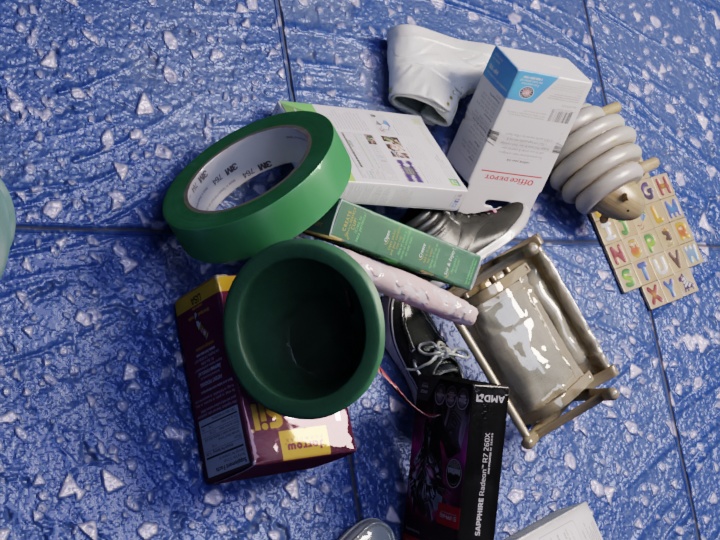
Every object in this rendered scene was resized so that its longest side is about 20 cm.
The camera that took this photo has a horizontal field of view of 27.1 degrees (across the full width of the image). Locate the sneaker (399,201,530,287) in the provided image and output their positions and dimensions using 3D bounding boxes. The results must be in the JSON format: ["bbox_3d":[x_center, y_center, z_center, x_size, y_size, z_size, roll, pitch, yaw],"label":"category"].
[{"bbox_3d":[0.119,-0.059,1.777,0.200,0.071,0.099,-34,98,-33],"label":"sneaker"}]

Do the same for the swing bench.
[{"bbox_3d":[0.198,0.077,1.727,0.199,0.130,0.200,60,9,1],"label":"swing bench"}]

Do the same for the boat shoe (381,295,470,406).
[{"bbox_3d":[0.083,0.108,1.692,0.074,0.068,0.200,-9,78,-36],"label":"boat shoe"}]

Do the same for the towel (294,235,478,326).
[{"bbox_3d":[0.000,0.000,1.591,0.200,0.191,0.032,21,90,-40],"label":"towel"}]

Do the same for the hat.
[{"bbox_3d":[-0.031,0.068,1.520,0.176,0.165,0.200,-2,84,-74],"label":"hat"}]

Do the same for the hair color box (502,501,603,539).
[{"bbox_3d":[0.191,0.346,1.680,0.200,0.061,0.099,-20,84,-38],"label":"hair color box"}]

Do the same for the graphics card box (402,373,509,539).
[{"bbox_3d":[0.100,0.214,1.592,0.051,0.125,0.200,8,89,-25],"label":"graphics card box"}]

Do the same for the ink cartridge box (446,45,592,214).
[{"bbox_3d":[0.184,-0.165,1.824,0.116,0.200,0.067,5,32,-32],"label":"ink cartridge box"}]

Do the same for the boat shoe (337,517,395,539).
[{"bbox_3d":[-0.014,0.340,1.543,0.074,0.065,0.202,46,54,-11],"label":"boat shoe"}]

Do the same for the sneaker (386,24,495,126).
[{"bbox_3d":[0.122,-0.224,1.847,0.200,0.074,0.116,10,68,-20],"label":"sneaker"}]

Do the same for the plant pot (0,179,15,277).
[{"bbox_3d":[-0.401,-0.037,1.369,0.200,0.200,0.134,57,26,-2],"label":"plant pot"}]

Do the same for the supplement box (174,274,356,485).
[{"bbox_3d":[-0.101,0.109,1.549,0.131,0.103,0.200,-4,75,-36],"label":"supplement box"}]

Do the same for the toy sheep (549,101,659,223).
[{"bbox_3d":[0.294,-0.147,1.895,0.138,0.138,0.200,-23,71,-37],"label":"toy sheep"}]

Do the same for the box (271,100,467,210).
[{"bbox_3d":[0.009,-0.132,1.716,0.200,0.036,0.144,4,41,-33],"label":"box"}]

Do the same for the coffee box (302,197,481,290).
[{"bbox_3d":[0.018,-0.034,1.609,0.200,0.123,0.044,21,88,-36],"label":"coffee box"}]

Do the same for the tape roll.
[{"bbox_3d":[-0.108,-0.089,1.558,0.200,0.200,0.048,-52,128,-35],"label":"tape roll"}]

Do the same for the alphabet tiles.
[{"bbox_3d":[0.379,-0.052,1.988,0.166,0.006,0.200,-18,82,-36],"label":"alphabet tiles"}]
